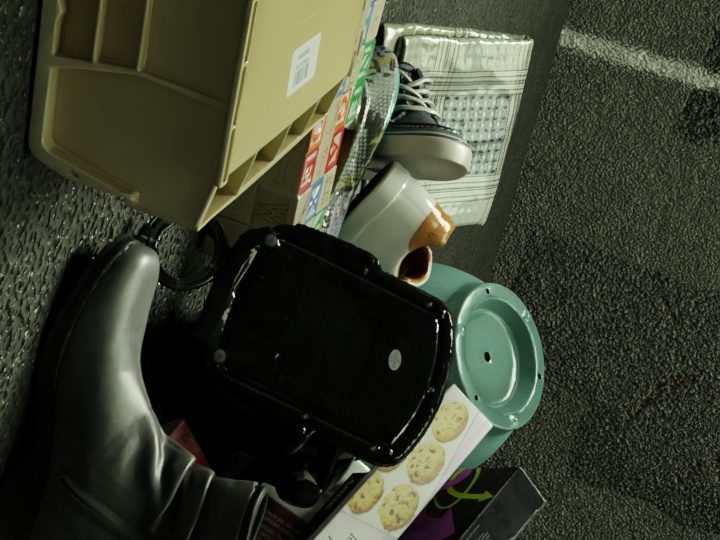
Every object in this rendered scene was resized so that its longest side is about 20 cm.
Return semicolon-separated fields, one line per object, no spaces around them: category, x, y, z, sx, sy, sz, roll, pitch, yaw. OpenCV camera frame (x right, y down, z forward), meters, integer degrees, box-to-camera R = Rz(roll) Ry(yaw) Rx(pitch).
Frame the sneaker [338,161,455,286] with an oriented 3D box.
sneaker;0.000;0.000;1.059;0.200;0.085;0.073;-40;-166;51

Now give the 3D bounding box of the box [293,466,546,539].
box;0.012;0.188;0.888;0.143;0.036;0.200;-45;-165;-30

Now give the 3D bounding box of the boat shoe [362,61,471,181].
boat shoe;0.032;-0.122;1.070;0.200;0.074;0.094;7;-98;64

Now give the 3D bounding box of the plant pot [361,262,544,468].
plant pot;0.066;0.080;1.131;0.199;0.134;0.202;17;67;-44

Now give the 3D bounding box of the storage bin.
storage bin;-0.058;-0.149;0.638;0.200;0.093;0.200;-53;159;-62

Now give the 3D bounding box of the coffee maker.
coffee maker;-0.057;0.050;0.844;0.135;0.192;0.200;-42;179;-24

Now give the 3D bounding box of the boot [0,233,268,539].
boot;-0.103;0.093;0.698;0.070;0.131;0.202;12;96;-79

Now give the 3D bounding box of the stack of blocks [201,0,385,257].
stack of blocks;-0.040;-0.110;0.889;0.115;0.058;0.201;-49;155;-66

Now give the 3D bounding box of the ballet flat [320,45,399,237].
ballet flat;-0.028;-0.087;0.992;0.072;0.072;0.202;73;36;-73

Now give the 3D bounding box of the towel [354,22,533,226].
towel;0.069;-0.124;1.236;0.199;0.034;0.194;-5;118;-40

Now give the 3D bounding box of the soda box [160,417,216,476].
soda box;-0.096;0.193;0.810;0.201;0.063;0.070;63;28;-17

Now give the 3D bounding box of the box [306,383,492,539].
box;0.010;0.148;0.838;0.200;0.041;0.039;-42;176;-38

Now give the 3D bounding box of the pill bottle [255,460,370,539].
pill bottle;-0.070;0.224;1.025;0.200;0.114;0.114;-53;165;-16
